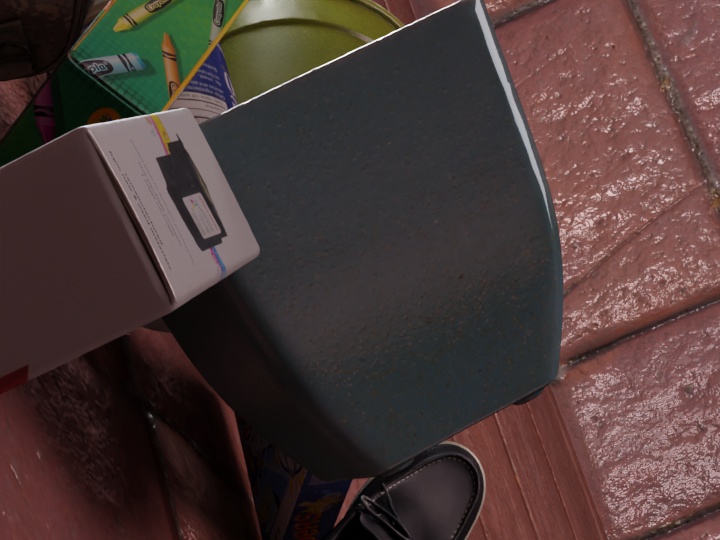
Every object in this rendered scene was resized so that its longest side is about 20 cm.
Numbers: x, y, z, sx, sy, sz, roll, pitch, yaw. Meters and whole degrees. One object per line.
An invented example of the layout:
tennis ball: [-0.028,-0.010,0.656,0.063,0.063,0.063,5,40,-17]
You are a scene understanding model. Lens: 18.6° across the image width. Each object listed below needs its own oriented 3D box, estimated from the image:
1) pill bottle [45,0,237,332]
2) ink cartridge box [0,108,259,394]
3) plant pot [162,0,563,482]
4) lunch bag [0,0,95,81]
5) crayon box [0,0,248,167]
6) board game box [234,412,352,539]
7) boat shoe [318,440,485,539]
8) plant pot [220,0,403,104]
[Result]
pill bottle: [-0.121,-0.067,1.328,0.111,0.111,0.200,52,18,-56]
ink cartridge box: [-0.139,-0.002,0.961,0.083,0.145,0.200,63,9,-3]
plant pot: [0.000,0.000,1.166,0.200,0.196,0.196,63,-16,0]
lunch bag: [-0.200,-0.215,1.213,0.200,0.139,0.168,-96,178,-57]
crayon box: [-0.126,-0.104,1.171,0.058,0.119,0.200,38,35,-8]
board game box: [-0.040,0.084,1.339,0.200,0.034,0.136,108,-28,-58]
boat shoe: [0.011,0.168,1.288,0.075,0.200,0.062,55,-35,-3]
plant pot: [-0.045,-0.057,1.470,0.193,0.200,0.201,-93,158,-51]
